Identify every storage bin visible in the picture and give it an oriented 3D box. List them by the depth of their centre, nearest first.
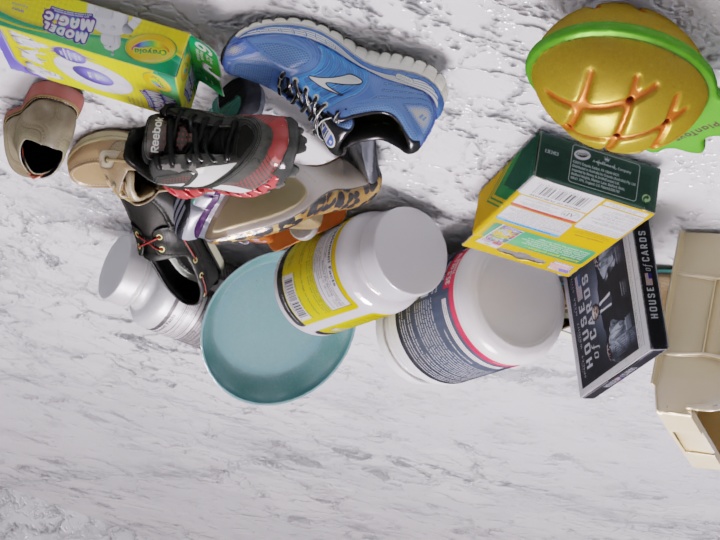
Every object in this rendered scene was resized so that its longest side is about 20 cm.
[{"bbox_3d":[0.377,0.086,1.603,0.093,0.200,0.200,5,159,26],"label":"storage bin"}]

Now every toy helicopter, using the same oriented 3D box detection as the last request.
[{"bbox_3d":[-0.105,-0.061,1.678,0.131,0.080,0.199,13,172,-31],"label":"toy helicopter"}]

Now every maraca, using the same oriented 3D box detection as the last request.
[{"bbox_3d":[0.220,-0.141,1.220,0.199,0.108,0.137,24,155,-31],"label":"maraca"}]

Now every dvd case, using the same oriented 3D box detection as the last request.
[{"bbox_3d":[0.259,0.036,1.600,0.025,0.152,0.200,-1,162,-14],"label":"dvd case"}]

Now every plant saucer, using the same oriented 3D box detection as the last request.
[{"bbox_3d":[-0.102,0.063,1.856,0.199,0.201,0.036,24,-169,-31],"label":"plant saucer"}]

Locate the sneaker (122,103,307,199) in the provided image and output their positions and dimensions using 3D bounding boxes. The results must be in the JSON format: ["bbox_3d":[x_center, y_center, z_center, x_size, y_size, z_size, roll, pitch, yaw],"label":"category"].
[{"bbox_3d":[-0.135,-0.106,1.361,0.199,0.071,0.098,-1,164,46],"label":"sneaker"}]

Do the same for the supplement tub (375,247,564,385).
[{"bbox_3d":[0.118,0.049,1.720,0.140,0.141,0.200,21,157,-25],"label":"supplement tub"}]

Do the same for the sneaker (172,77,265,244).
[{"bbox_3d":[-0.114,-0.104,1.500,0.087,0.075,0.200,10,137,-22],"label":"sneaker"}]

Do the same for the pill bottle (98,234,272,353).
[{"bbox_3d":[-0.211,0.030,1.880,0.199,0.112,0.110,23,156,-28],"label":"pill bottle"}]

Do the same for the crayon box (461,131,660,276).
[{"bbox_3d":[0.192,-0.062,1.521,0.125,0.052,0.200,16,158,-12],"label":"crayon box"}]

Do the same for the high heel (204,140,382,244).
[{"bbox_3d":[-0.061,-0.059,1.501,0.072,0.199,0.143,51,165,20],"label":"high heel"}]

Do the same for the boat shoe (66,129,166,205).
[{"bbox_3d":[-0.237,-0.105,1.611,0.199,0.065,0.071,-8,152,40],"label":"boat shoe"}]

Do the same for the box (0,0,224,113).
[{"bbox_3d":[-0.220,-0.189,1.373,0.198,0.049,0.117,15,166,2],"label":"box"}]

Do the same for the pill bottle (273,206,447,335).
[{"bbox_3d":[0.000,0.000,1.692,0.114,0.115,0.199,22,157,-28],"label":"pill bottle"}]

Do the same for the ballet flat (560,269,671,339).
[{"bbox_3d":[0.272,0.045,1.726,0.199,0.073,0.068,-6,153,37],"label":"ballet flat"}]

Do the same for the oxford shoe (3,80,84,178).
[{"bbox_3d":[-0.336,-0.126,1.592,0.070,0.075,0.200,16,159,-14],"label":"oxford shoe"}]

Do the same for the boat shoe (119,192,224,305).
[{"bbox_3d":[-0.217,-0.039,1.741,0.073,0.063,0.202,8,145,31],"label":"boat shoe"}]

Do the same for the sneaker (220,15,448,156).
[{"bbox_3d":[-0.028,-0.154,1.338,0.198,0.090,0.079,17,159,3],"label":"sneaker"}]
